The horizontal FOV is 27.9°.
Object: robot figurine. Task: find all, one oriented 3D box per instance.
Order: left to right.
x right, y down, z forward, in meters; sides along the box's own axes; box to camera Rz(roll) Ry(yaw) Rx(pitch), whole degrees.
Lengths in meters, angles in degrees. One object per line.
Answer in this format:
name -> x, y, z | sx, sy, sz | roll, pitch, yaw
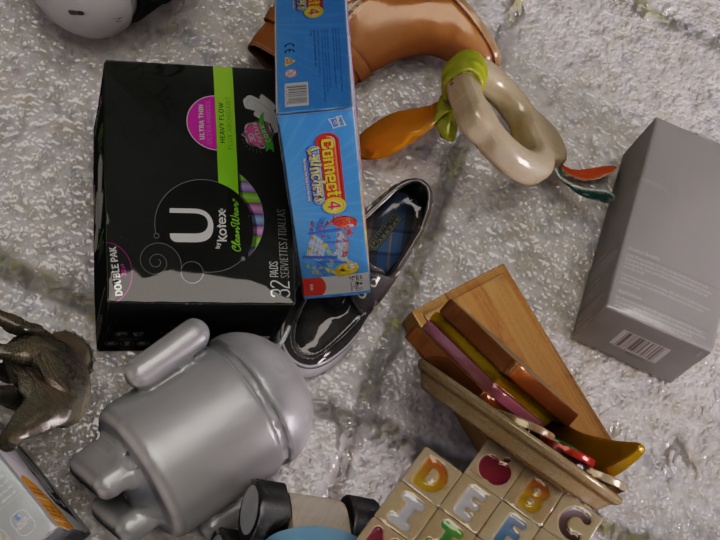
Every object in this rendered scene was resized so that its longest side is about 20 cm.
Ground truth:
robot figurine -> -0.195, -0.286, 1.231 | 0.200, 0.150, 0.125 | -42, 107, -25
robot figurine -> -0.118, 0.121, 1.099 | 0.199, 0.113, 0.171 | -31, 119, -23

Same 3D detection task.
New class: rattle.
rattle -> 0.117, -0.091, 1.283 | 0.200, 0.143, 0.130 | 30, 19, -42

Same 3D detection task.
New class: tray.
tray -> 0.129, 0.103, 1.213 | 0.098, 0.037, 0.201 | -26, 78, -22

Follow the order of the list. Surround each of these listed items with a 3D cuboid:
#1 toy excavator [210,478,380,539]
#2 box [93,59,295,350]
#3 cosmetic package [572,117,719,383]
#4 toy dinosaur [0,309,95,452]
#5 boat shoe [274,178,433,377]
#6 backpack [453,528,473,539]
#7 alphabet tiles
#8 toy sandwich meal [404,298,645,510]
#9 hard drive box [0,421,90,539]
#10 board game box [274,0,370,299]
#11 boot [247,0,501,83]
toy excavator -> -0.057, 0.280, 1.042 | 0.099, 0.195, 0.201 | 15, 41, -22
box -> -0.137, -0.049, 1.156 | 0.147, 0.124, 0.202 | 0, 70, -15
cosmetic package -> 0.267, -0.020, 1.271 | 0.106, 0.090, 0.201 | 24, 62, -4
toy dinosaur -> -0.229, 0.074, 1.035 | 0.102, 0.200, 0.077 | 20, 95, -21
boat shoe -> 0.000, 0.000, 1.203 | 0.070, 0.066, 0.200 | 40, 65, 3
backpack -> 0.061, 0.293, 1.051 | 0.162, 0.168, 0.201 | 22, 67, 7
alphabet tiles -> 0.076, 0.217, 0.991 | 0.166, 0.006, 0.200 | 34, 61, 11
toy sandwich meal -> 0.126, 0.102, 1.096 | 0.205, 0.205, 0.070 | 35, 88, 1
hard drive box -> -0.291, 0.132, 1.022 | 0.077, 0.156, 0.200 | -40, 83, -9
board game box -> -0.030, -0.117, 1.136 | 0.055, 0.197, 0.201 | -5, 48, 1
boot -> 0.012, -0.195, 1.287 | 0.199, 0.074, 0.155 | 35, 70, 4
